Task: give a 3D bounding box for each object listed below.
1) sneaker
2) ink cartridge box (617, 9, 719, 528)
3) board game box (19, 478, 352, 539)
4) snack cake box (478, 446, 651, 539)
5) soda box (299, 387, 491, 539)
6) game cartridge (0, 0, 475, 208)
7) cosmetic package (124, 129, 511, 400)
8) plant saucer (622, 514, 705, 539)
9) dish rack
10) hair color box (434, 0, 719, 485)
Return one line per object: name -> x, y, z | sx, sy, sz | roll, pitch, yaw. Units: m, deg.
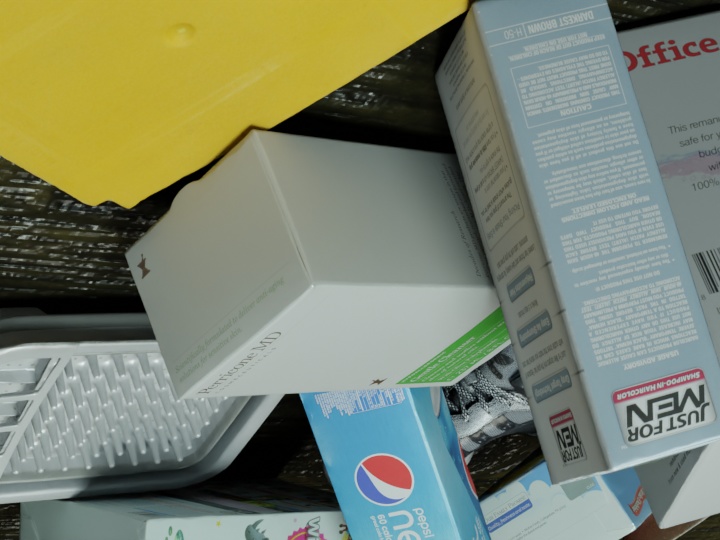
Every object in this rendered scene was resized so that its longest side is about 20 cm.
sneaker -> 0.068, 0.070, 0.987 | 0.198, 0.076, 0.114 | -19, 151, -13
ink cartridge box -> 0.189, -0.007, 0.793 | 0.145, 0.201, 0.146 | -13, 152, -11
board game box -> -0.088, 0.169, 0.989 | 0.199, 0.065, 0.147 | 3, 179, -39
snack cake box -> 0.152, 0.141, 1.081 | 0.115, 0.067, 0.200 | -38, 172, 27
soda box -> 0.029, 0.132, 0.929 | 0.064, 0.068, 0.202 | -12, 112, 15
game cartridge -> -0.076, -0.106, 0.645 | 0.199, 0.033, 0.176 | -27, 150, 18
cosmetic package -> 0.000, 0.000, 0.787 | 0.199, 0.085, 0.107 | -1, 150, -47
plant saucer -> 0.264, 0.137, 1.186 | 0.200, 0.032, 0.200 | -40, 174, -5
dish rack -> -0.143, 0.070, 0.885 | 0.198, 0.044, 0.172 | 0, 145, -31
hair color box -> 0.093, -0.014, 0.702 | 0.060, 0.202, 0.099 | -14, 171, -9
